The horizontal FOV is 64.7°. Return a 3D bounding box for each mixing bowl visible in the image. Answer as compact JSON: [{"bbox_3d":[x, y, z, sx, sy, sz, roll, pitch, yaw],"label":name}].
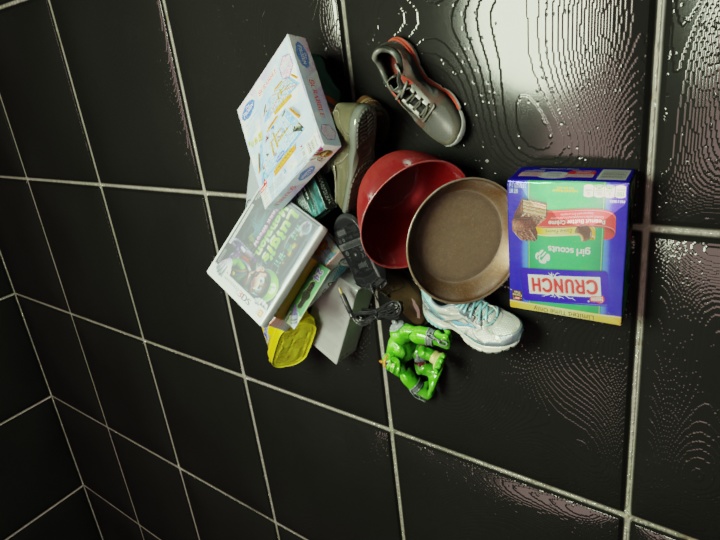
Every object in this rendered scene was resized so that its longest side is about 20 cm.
[{"bbox_3d":[0.070,-0.117,0.929,0.109,0.195,0.204,59,142,42],"label":"mixing bowl"}]

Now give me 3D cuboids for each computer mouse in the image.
[{"bbox_3d":[0.000,0.000,1.015,0.139,0.046,0.204,-24,94,47],"label":"computer mouse"}]

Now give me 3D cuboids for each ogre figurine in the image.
[{"bbox_3d":[0.102,0.165,1.083,0.117,0.100,0.201,24,159,15],"label":"ogre figurine"}]

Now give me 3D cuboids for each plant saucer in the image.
[{"bbox_3d":[0.161,-0.048,0.900,0.037,0.194,0.206,-122,24,-67],"label":"plant saucer"}]

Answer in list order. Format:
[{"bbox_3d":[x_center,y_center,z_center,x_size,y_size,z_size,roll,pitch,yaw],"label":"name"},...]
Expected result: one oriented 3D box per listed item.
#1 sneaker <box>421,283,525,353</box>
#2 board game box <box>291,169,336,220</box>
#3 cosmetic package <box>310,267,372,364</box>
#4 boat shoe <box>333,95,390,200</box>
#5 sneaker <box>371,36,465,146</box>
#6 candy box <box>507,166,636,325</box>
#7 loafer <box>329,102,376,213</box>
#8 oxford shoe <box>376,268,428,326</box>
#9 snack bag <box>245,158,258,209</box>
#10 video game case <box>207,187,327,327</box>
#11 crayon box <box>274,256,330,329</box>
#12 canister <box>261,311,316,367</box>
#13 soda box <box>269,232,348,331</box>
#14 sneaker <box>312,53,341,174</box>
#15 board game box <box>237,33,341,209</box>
[{"bbox_3d":[0.180,0.071,0.955,0.196,0.078,0.087,17,146,37],"label":"sneaker"},{"bbox_3d":[-0.124,-0.179,1.031,0.134,0.028,0.205,-27,82,48],"label":"board game box"},{"bbox_3d":[-0.043,0.079,1.174,0.100,0.071,0.204,35,129,24],"label":"cosmetic package"},{"bbox_3d":[-0.003,-0.213,1.011,0.075,0.074,0.203,64,143,40],"label":"boat shoe"},{"bbox_3d":[0.082,-0.272,0.893,0.202,0.081,0.077,52,133,8],"label":"sneaker"},{"bbox_3d":[0.301,-0.039,0.825,0.165,0.077,0.206,8,117,34],"label":"candy box"},{"bbox_3d":[-0.017,-0.188,0.937,0.069,0.075,0.204,33,137,26],"label":"loafer"},{"bbox_3d":[0.055,0.027,1.060,0.202,0.084,0.073,52,132,5],"label":"oxford shoe"},{"bbox_3d":[-0.165,-0.112,1.125,0.186,0.021,0.205,31,120,33],"label":"snack bag"},{"bbox_3d":[-0.171,-0.033,1.015,0.180,0.023,0.203,36,93,33],"label":"video game case"},{"bbox_3d":[-0.163,-0.002,1.045,0.198,0.051,0.128,34,91,33],"label":"crayon box"},{"bbox_3d":[-0.173,0.080,1.222,0.203,0.084,0.150,64,147,34],"label":"canister"},{"bbox_3d":[-0.108,0.021,1.079,0.200,0.068,0.064,-45,62,8],"label":"soda box"},{"bbox_3d":[-0.062,-0.279,1.009,0.070,0.079,0.206,7,112,47],"label":"sneaker"},{"bbox_3d":[-0.126,-0.240,0.950,0.199,0.040,0.205,-34,69,46],"label":"board game box"}]
